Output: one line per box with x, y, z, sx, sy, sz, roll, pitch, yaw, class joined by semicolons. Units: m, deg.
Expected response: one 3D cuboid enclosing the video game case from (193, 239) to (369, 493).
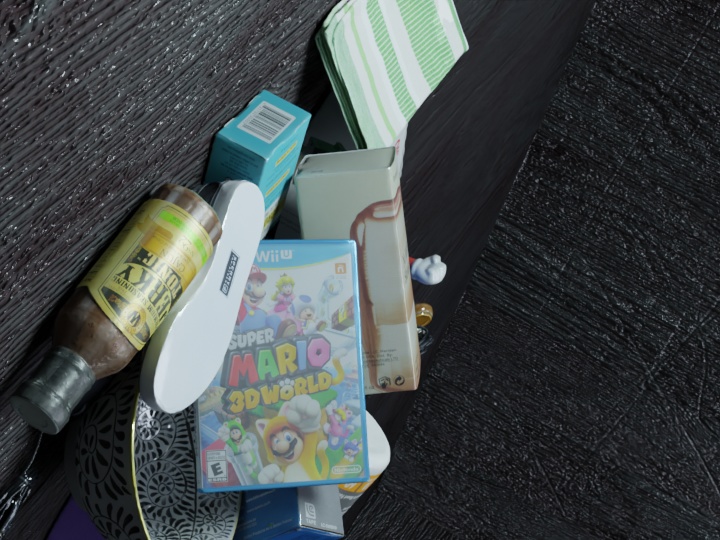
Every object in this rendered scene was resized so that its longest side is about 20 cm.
-0.067;0.075;1.185;0.018;0.142;0.201;157;-69;-70;video game case

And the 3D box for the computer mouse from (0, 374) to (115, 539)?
-0.229;0.125;1.096;0.201;0.034;0.059;-62;172;4;computer mouse

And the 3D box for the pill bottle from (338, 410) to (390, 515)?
-0.073;0.209;1.380;0.200;0.116;0.116;-50;174;17;pill bottle

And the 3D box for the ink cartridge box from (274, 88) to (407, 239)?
-0.040;-0.060;1.430;0.200;0.084;0.146;-58;170;-22;ink cartridge box

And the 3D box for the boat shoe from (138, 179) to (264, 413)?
-0.136;0.016;1.117;0.072;0.068;0.201;51;48;-50;boat shoe

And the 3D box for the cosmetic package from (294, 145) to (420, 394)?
0.000;0.000;1.286;0.103;0.087;0.201;-75;158;-72;cosmetic package

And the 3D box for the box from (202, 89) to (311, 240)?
-0.102;-0.048;1.236;0.082;0.049;0.200;-52;166;-47;box

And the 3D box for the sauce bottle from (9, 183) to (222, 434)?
-0.171;0.027;1.028;0.200;0.065;0.065;-58;170;-30;sauce bottle

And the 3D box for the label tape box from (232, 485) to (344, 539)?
-0.096;0.156;1.294;0.144;0.201;0.063;-27;149;33;label tape box

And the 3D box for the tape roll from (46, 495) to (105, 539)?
-0.228;0.248;1.362;0.201;0.065;0.200;-59;170;-18;tape roll

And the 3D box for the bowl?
-0.176;0.150;1.173;0.201;0.094;0.202;-7;90;-72;bowl

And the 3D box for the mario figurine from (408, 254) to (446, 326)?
0.029;-0.034;1.643;0.124;0.106;0.201;61;11;-56;mario figurine

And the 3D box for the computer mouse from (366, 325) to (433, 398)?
-0.020;0.122;1.604;0.200;0.053;0.138;-37;-179;41;computer mouse

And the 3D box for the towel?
0.034;-0.213;1.357;0.200;0.023;0.153;-54;135;-38;towel
